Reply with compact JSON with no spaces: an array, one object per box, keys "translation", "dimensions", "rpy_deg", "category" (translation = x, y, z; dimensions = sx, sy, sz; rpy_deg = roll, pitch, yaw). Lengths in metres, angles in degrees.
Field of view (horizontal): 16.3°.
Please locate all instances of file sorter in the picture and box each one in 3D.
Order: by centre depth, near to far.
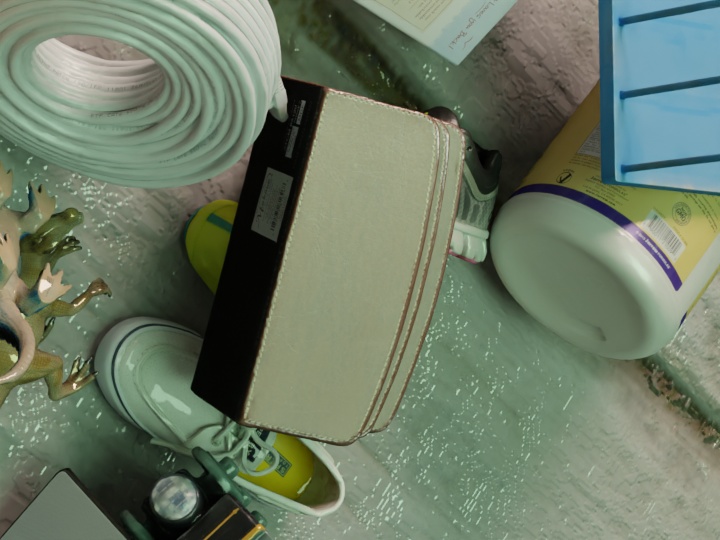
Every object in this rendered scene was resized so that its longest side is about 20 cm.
[{"translation":[0.238,-0.155,1.575],"dimensions":[0.138,0.122,0.202],"rpy_deg":[4,83,-43],"category":"file sorter"}]

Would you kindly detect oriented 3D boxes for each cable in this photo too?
[{"translation":[-0.143,-0.125,1.401],"dimensions":[0.200,0.198,0.070],"rpy_deg":[87,12,-57],"category":"cable"}]

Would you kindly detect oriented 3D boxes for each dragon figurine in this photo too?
[{"translation":[-0.216,0.008,1.384],"dimensions":[0.099,0.201,0.059],"rpy_deg":[-35,139,26],"category":"dragon figurine"}]

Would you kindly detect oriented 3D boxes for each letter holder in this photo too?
[{"translation":[0.000,0.000,1.508],"dimensions":[0.141,0.100,0.201],"rpy_deg":[14,93,-21],"category":"letter holder"}]

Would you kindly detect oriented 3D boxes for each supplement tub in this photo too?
[{"translation":[0.195,-0.055,1.708],"dimensions":[0.200,0.145,0.146],"rpy_deg":[-51,128,-26],"category":"supplement tub"}]

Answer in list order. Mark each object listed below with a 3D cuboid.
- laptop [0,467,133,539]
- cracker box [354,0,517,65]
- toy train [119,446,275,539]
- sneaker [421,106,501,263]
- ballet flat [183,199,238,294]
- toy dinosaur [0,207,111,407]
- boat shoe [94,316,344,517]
[{"translation":[-0.199,0.242,1.435],"dimensions":[0.200,0.187,0.116],"rpy_deg":[-48,158,6],"category":"laptop"},{"translation":[0.035,-0.225,1.554],"dimensions":[0.134,0.058,0.200],"rpy_deg":[-46,138,15],"category":"cracker box"},{"translation":[-0.079,0.187,1.549],"dimensions":[0.085,0.114,0.200],"rpy_deg":[-40,157,-9],"category":"toy train"},{"translation":[0.023,-0.072,1.625],"dimensions":[0.199,0.074,0.088],"rpy_deg":[22,89,-45],"category":"sneaker"},{"translation":[-0.041,0.033,1.604],"dimensions":[0.067,0.067,0.200],"rpy_deg":[-52,127,-18],"category":"ballet flat"},{"translation":[-0.202,0.047,1.467],"dimensions":[0.101,0.058,0.201],"rpy_deg":[-2,116,-61],"category":"toy dinosaur"},{"translation":[-0.078,0.101,1.580],"dimensions":[0.202,0.086,0.075],"rpy_deg":[44,74,-37],"category":"boat shoe"}]
